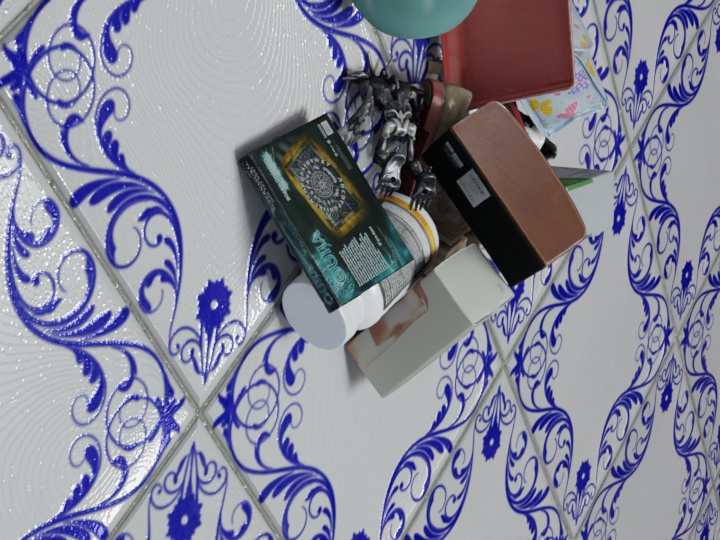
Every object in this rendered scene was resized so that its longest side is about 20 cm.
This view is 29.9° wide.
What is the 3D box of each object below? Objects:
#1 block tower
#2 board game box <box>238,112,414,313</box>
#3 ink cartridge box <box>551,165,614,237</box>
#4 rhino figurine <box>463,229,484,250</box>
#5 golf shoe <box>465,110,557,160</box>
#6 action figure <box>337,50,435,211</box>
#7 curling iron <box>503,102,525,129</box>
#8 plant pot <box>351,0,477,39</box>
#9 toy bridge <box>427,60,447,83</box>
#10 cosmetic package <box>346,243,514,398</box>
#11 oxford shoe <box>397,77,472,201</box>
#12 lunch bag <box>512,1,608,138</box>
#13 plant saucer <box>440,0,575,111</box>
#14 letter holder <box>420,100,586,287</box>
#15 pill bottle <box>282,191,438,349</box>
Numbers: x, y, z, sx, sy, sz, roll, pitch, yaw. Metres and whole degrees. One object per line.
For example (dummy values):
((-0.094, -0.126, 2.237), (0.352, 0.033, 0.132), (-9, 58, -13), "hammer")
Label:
((0.109, -0.050, 1.760), (0.058, 0.054, 0.201), (-39, 155, -40), "block tower")
((-0.038, -0.067, 1.533), (0.135, 0.028, 0.201), (-31, 91, -40), "board game box")
((0.229, -0.095, 1.857), (0.144, 0.199, 0.085), (-20, 112, -51), "ink cartridge box")
((0.146, -0.090, 1.790), (0.060, 0.087, 0.202), (-28, 123, -48), "rhino figurine")
((0.211, -0.205, 1.892), (0.200, 0.094, 0.078), (25, 80, -53), "golf shoe")
((0.028, -0.168, 1.633), (0.118, 0.102, 0.201), (12, 48, -30), "action figure")
((0.195, -0.232, 1.836), (0.049, 0.026, 0.201), (4, 64, -38), "curling iron")
((0.060, -0.367, 1.550), (0.201, 0.200, 0.162), (-51, 149, -34), "plant pot")
((0.112, -0.181, 1.814), (0.067, 0.027, 0.202), (-17, 114, -52), "toy bridge")
((0.085, 0.064, 1.692), (0.087, 0.200, 0.103), (53, 41, 6), "cosmetic package")
((0.093, -0.142, 1.721), (0.074, 0.071, 0.201), (6, 115, -23), "oxford shoe")
((0.243, -0.310, 1.825), (0.200, 0.127, 0.170), (44, 24, -48), "lunch bag")
((0.189, -0.309, 1.698), (0.037, 0.199, 0.201), (0, 85, -47), "plant saucer")
((0.198, -0.108, 1.647), (0.142, 0.101, 0.201), (-33, 88, -24), "letter holder")
((0.000, 0.000, 1.627), (0.200, 0.116, 0.117), (-44, 133, -40), "pill bottle")
